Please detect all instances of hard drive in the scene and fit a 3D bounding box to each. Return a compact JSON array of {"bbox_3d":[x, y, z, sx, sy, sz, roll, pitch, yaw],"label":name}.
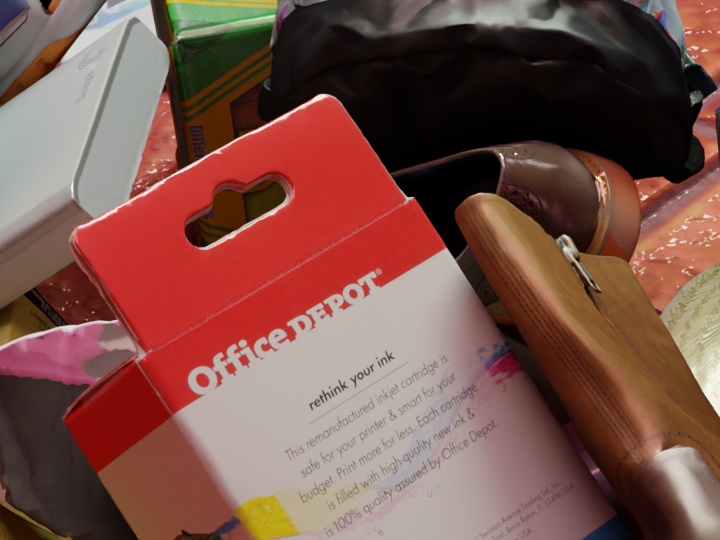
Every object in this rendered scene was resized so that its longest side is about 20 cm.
[{"bbox_3d":[-0.162,-0.005,1.103,0.200,0.026,0.132,-32,24,24],"label":"hard drive"}]

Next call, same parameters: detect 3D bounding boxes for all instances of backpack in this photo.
[{"bbox_3d":[0.049,-0.137,1.066,0.167,0.127,0.200,3,65,3],"label":"backpack"}]

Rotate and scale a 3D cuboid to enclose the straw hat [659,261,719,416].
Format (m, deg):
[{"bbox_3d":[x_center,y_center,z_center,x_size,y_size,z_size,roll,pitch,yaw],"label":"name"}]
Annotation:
[{"bbox_3d":[0.198,0.022,0.988,0.201,0.085,0.201,8,42,-8],"label":"straw hat"}]

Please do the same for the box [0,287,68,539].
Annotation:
[{"bbox_3d":[-0.134,0.087,1.002,0.075,0.050,0.200,-34,26,18],"label":"box"}]

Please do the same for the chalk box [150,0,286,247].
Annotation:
[{"bbox_3d":[0.021,-0.085,1.200,0.200,0.125,0.124,-11,32,-5],"label":"chalk box"}]

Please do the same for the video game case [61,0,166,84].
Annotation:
[{"bbox_3d":[-0.049,-0.148,1.405,0.182,0.022,0.200,-6,32,0],"label":"video game case"}]

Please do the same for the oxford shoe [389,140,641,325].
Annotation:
[{"bbox_3d":[0.000,0.000,1.047,0.200,0.073,0.071,-29,57,35],"label":"oxford shoe"}]

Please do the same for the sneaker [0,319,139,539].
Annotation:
[{"bbox_3d":[-0.044,0.063,1.002,0.200,0.080,0.086,10,-8,-26],"label":"sneaker"}]

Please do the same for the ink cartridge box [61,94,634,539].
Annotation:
[{"bbox_3d":[-0.007,0.060,0.921,0.116,0.200,0.067,-30,-4,-33],"label":"ink cartridge box"}]

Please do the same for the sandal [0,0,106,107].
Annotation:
[{"bbox_3d":[-0.153,-0.088,1.178,0.059,0.207,0.079,39,32,-7],"label":"sandal"}]

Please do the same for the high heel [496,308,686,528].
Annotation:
[{"bbox_3d":[0.086,0.016,1.083,0.096,0.067,0.200,-22,50,-6],"label":"high heel"}]

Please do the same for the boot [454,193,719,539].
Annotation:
[{"bbox_3d":[0.088,0.054,0.872,0.068,0.188,0.200,-37,64,20],"label":"boot"}]

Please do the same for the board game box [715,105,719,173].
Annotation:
[{"bbox_3d":[0.223,-0.050,0.981,0.199,0.041,0.200,-6,1,2],"label":"board game box"}]

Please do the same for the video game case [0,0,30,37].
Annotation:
[{"bbox_3d":[-0.218,-0.061,1.086,0.200,0.045,0.181,-42,20,0],"label":"video game case"}]
